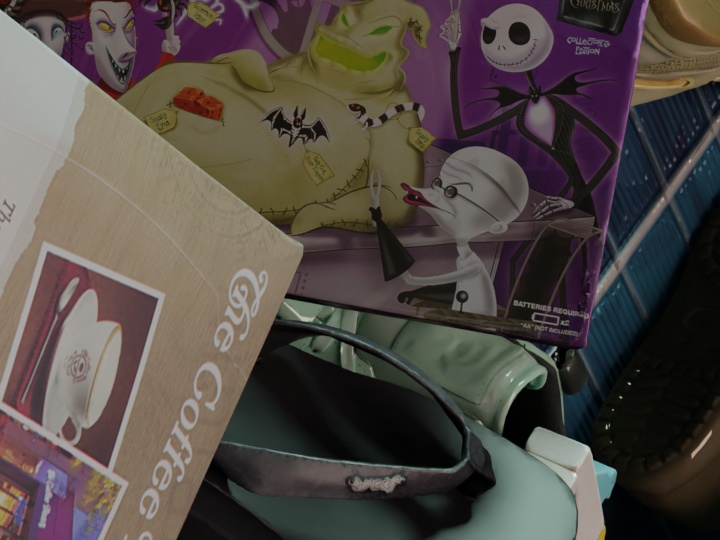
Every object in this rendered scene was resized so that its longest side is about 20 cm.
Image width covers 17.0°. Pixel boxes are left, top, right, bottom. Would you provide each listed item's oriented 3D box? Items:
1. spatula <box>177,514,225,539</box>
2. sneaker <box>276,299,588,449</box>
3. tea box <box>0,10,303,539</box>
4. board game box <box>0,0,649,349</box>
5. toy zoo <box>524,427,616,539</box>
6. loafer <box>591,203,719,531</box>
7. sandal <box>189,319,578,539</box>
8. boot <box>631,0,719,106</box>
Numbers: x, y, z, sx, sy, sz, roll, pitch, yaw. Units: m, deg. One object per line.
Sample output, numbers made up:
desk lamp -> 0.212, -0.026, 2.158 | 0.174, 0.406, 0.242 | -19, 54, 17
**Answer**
spatula -> -0.077, 0.066, 0.764 | 0.057, 0.021, 0.200 | -57, 135, -16
sneaker -> 0.000, 0.000, 0.764 | 0.074, 0.118, 0.201 | -55, 133, -26
tea box -> -0.153, 0.041, 0.542 | 0.134, 0.196, 0.200 | 39, 68, -45
board game box -> -0.023, -0.053, 0.692 | 0.032, 0.199, 0.120 | 87, 13, -85
toy zoo -> 0.034, 0.139, 0.751 | 0.200, 0.020, 0.131 | -56, 157, -31
loafer -> 0.167, 0.026, 0.998 | 0.200, 0.076, 0.068 | -48, 132, -21
sandal -> -0.022, 0.041, 0.662 | 0.200, 0.043, 0.076 | 26, 44, -19
boot -> 0.086, -0.087, 0.826 | 0.200, 0.155, 0.073 | -23, 93, -56
